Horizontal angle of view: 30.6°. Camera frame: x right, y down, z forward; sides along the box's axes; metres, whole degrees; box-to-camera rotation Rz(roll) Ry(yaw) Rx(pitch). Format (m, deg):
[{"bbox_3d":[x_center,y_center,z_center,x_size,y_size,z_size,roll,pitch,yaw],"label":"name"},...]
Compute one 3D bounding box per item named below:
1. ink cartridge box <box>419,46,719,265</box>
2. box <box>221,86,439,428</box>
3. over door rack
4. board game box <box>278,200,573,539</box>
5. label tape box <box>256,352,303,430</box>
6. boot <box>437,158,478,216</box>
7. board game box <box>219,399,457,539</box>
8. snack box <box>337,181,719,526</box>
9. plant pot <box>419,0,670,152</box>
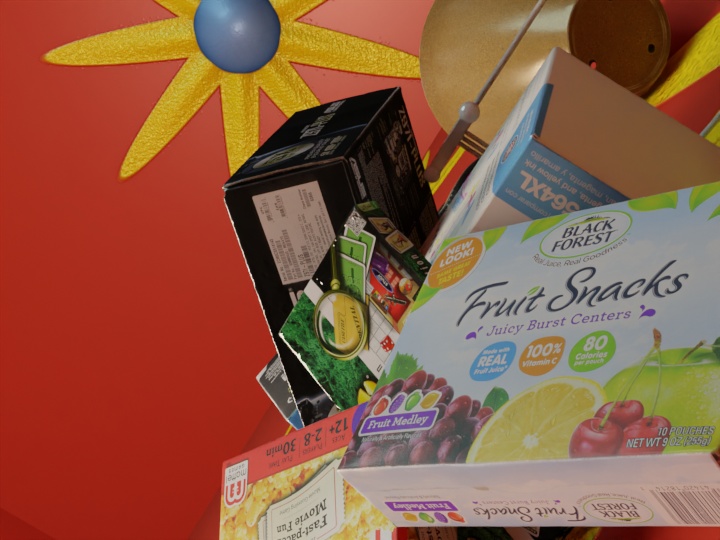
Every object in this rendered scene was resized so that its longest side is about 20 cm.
[{"bbox_3d":[0.105,0.003,0.763,0.201,0.124,0.129,-57,5,33],"label":"ink cartridge box"},{"bbox_3d":[0.000,0.000,0.882,0.085,0.202,0.164,-12,20,20],"label":"box"},{"bbox_3d":[0.143,-0.095,0.824,0.201,0.147,0.067,-57,2,35],"label":"over door rack"},{"bbox_3d":[0.040,0.069,0.711,0.023,0.200,0.105,-16,-34,-46],"label":"board game box"},{"bbox_3d":[0.001,0.074,1.052,0.144,0.066,0.200,-49,16,-3],"label":"label tape box"},{"bbox_3d":[0.102,-0.031,1.329,0.200,0.073,0.151,-51,-5,-23],"label":"boot"},{"bbox_3d":[-0.015,0.181,0.680,0.151,0.046,0.202,-28,52,42],"label":"board game box"},{"bbox_3d":[0.096,0.038,0.571,0.199,0.053,0.143,-11,41,45],"label":"snack box"},{"bbox_3d":[0.168,-0.186,1.109,0.188,0.185,0.200,-60,16,-6],"label":"plant pot"}]
